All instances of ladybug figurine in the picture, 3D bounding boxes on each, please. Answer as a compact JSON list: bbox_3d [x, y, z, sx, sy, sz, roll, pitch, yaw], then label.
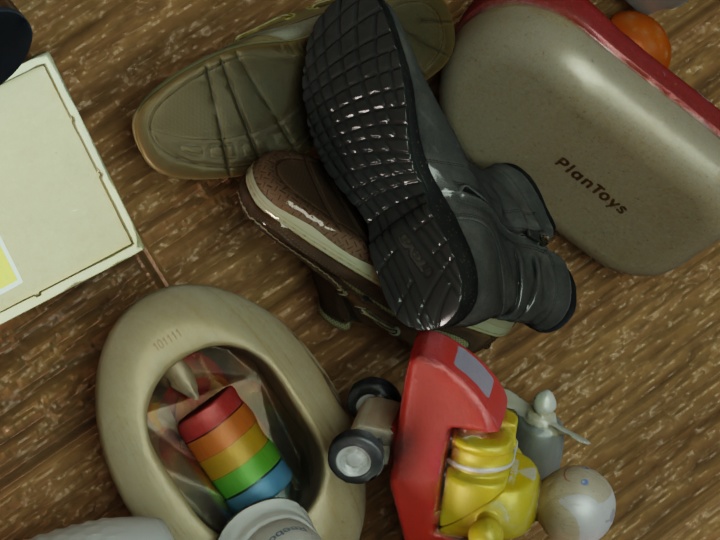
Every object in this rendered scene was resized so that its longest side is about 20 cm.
[{"bbox_3d":[-0.076,0.100,1.665,0.136,0.072,0.200,-32,100,-16],"label":"ladybug figurine"}]

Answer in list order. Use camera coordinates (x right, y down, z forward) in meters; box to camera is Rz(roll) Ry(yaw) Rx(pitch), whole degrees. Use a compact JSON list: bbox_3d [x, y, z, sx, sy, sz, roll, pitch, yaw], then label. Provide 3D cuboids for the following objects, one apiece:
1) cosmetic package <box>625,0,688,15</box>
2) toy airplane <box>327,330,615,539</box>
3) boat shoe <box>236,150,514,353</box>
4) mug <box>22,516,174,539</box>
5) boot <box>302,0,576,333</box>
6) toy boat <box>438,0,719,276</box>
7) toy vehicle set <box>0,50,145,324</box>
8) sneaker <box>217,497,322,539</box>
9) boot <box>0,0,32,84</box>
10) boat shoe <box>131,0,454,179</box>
[{"bbox_3d":[0.131,-0.243,1.715,0.200,0.101,0.071,42,77,-10],"label":"cosmetic package"},{"bbox_3d":[0.074,0.149,1.642,0.141,0.199,0.200,-9,69,14],"label":"toy airplane"},{"bbox_3d":[0.001,0.004,1.675,0.202,0.075,0.075,29,119,-33],"label":"boat shoe"},{"bbox_3d":[-0.147,0.235,1.584,0.175,0.148,0.200,-30,102,-5],"label":"mug"},{"bbox_3d":[0.045,-0.056,1.656,0.132,0.070,0.200,-1,73,-55],"label":"boot"},{"bbox_3d":[0.144,-0.101,1.734,0.200,0.130,0.131,37,48,-17],"label":"toy boat"},{"bbox_3d":[-0.233,-0.022,1.632,0.200,0.027,0.124,-28,99,-18],"label":"toy vehicle set"},{"bbox_3d":[-0.025,0.225,1.613,0.074,0.087,0.200,-23,110,-15],"label":"sneaker"},{"bbox_3d":[-0.281,-0.106,1.594,0.200,0.097,0.075,-30,143,-11],"label":"boot"},{"bbox_3d":[-0.043,-0.105,1.680,0.200,0.066,0.074,-21,104,-21],"label":"boat shoe"}]
